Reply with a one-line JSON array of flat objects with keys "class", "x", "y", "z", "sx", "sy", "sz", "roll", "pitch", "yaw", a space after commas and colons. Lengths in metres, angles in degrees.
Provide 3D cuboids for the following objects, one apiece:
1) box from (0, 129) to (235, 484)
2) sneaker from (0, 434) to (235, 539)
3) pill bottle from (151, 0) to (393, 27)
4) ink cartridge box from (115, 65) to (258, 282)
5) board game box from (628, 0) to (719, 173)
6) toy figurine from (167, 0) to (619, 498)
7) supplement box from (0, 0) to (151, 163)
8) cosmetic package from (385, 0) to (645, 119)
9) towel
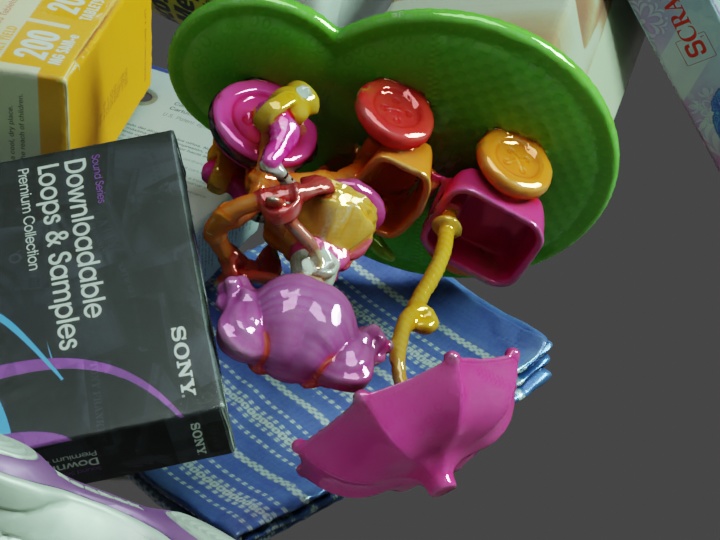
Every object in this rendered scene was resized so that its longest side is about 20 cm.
[{"class": "box", "x": -0.157, "y": 0.024, "z": 0.811, "sx": 0.200, "sy": 0.036, "sz": 0.143, "roll": -11, "pitch": 53, "yaw": -5}, {"class": "sneaker", "x": -0.099, "y": 0.125, "z": 0.742, "sx": 0.200, "sy": 0.100, "sz": 0.075, "roll": 26, "pitch": -1, "yaw": -11}, {"class": "pill bottle", "x": -0.078, "y": -0.183, "z": 1.107, "sx": 0.200, "sy": 0.113, "sz": 0.112, "roll": 26, "pitch": 39, "yaw": 20}, {"class": "ink cartridge box", "x": -0.153, "y": -0.036, "z": 0.941, "sx": 0.196, "sy": 0.043, "sz": 0.200, "roll": 19, "pitch": 36, "yaw": 20}, {"class": "board game box", "x": 0.181, "y": -0.175, "z": 1.113, "sx": 0.041, "sy": 0.200, "sz": 0.200, "roll": -20, "pitch": 26, "yaw": 27}, {"class": "toy figurine", "x": 0.000, "y": 0.000, "z": 0.830, "sx": 0.200, "sy": 0.150, "sz": 0.184, "roll": 24, "pitch": 44, "yaw": -12}, {"class": "supplement box", "x": -0.204, "y": -0.098, "z": 0.924, "sx": 0.200, "sy": 0.074, "sz": 0.126, "roll": 8, "pitch": 35, "yaw": 8}, {"class": "cosmetic package", "x": 0.078, "y": -0.119, "z": 1.063, "sx": 0.103, "sy": 0.087, "sz": 0.200, "roll": -4, "pitch": 31, "yaw": 20}, {"class": "towel", "x": -0.029, "y": 0.038, "z": 0.903, "sx": 0.145, "sy": 0.024, "sz": 0.200, "roll": 36, "pitch": 43, "yaw": 30}]
